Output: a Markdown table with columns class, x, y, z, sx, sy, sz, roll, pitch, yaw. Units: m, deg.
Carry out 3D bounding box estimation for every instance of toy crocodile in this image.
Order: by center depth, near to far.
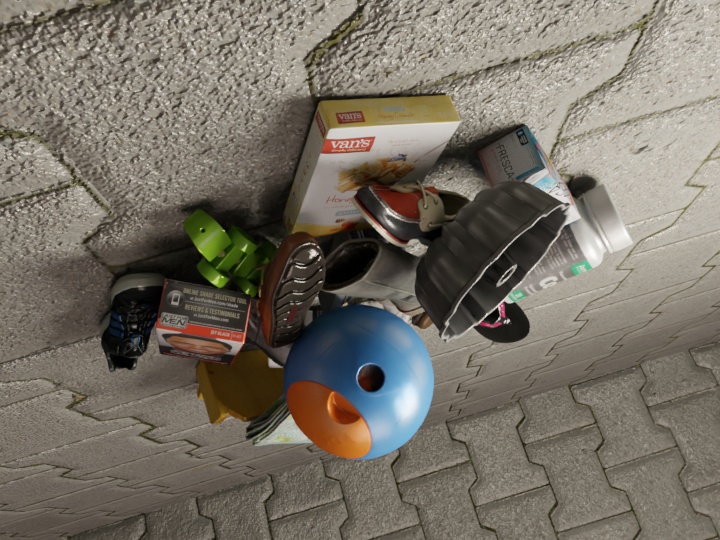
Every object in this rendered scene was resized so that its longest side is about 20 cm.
| class | x | y | z | sx | sy | sz | roll | pitch | yaw |
| --- | --- | --- | --- | --- | --- | --- | --- | --- | --- |
| toy crocodile | -0.144 | -0.017 | 0.765 | 0.068 | 0.062 | 0.200 | -48 | 158 | 4 |

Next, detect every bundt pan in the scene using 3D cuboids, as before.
| class | x | y | z | sx | sy | sz | roll | pitch | yaw |
| --- | --- | --- | --- | --- | --- | --- | --- | --- | --- |
| bundt pan | 0.135 | -0.018 | 0.709 | 0.202 | 0.076 | 0.202 | -39 | 159 | -18 |

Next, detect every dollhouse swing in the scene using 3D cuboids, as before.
| class | x | y | z | sx | sy | sz | roll | pitch | yaw |
| --- | --- | --- | --- | --- | --- | --- | --- | --- | --- |
| dollhouse swing | -0.200 | 0.244 | 1.205 | 0.199 | 0.182 | 0.176 | -4 | 134 | -29 |

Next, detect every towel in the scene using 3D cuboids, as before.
| class | x | y | z | sx | sy | sz | roll | pitch | yaw |
| --- | --- | --- | --- | --- | --- | --- | --- | --- | --- |
| towel | -0.076 | 0.244 | 1.087 | 0.199 | 0.048 | 0.171 | 6 | 142 | -42 |

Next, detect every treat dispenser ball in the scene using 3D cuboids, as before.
| class | x | y | z | sx | sy | sz | roll | pitch | yaw |
| --- | --- | --- | --- | --- | --- | --- | --- | --- | --- |
| treat dispenser ball | -0.002 | 0.146 | 0.848 | 0.199 | 0.202 | 0.201 | -14 | 158 | -6 |

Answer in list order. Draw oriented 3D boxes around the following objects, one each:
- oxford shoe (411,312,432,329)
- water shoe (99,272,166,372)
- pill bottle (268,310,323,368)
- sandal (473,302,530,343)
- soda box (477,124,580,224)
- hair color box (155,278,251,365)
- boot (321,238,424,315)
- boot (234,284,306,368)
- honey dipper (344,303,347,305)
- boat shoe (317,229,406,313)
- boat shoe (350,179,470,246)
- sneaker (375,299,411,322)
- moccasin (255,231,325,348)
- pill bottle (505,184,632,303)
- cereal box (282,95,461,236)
| class | x | y | z | sx | sy | sz | roll | pitch | yaw |
| --- | --- | --- | --- | --- | --- | --- | --- | --- | --- |
| oxford shoe | 0.176 | 0.046 | 1.045 | 0.199 | 0.085 | 0.073 | -31 | 162 | -3 |
| water shoe | -0.291 | 0.072 | 0.835 | 0.071 | 0.079 | 0.200 | -3 | 154 | -32 |
| pill bottle | -0.051 | 0.122 | 1.057 | 0.198 | 0.112 | 0.111 | 3 | 155 | -6 |
| sandal | 0.184 | 0.048 | 0.996 | 0.075 | 0.200 | 0.045 | -48 | -170 | 8 |
| soda box | 0.219 | -0.106 | 0.811 | 0.068 | 0.064 | 0.200 | -27 | 156 | 23 |
| hair color box | -0.199 | 0.071 | 0.799 | 0.101 | 0.062 | 0.200 | 11 | 161 | -12 |
| boot | 0.065 | -0.009 | 0.800 | 0.181 | 0.073 | 0.200 | -36 | 145 | 18 |
| boot | -0.103 | 0.080 | 0.917 | 0.199 | 0.070 | 0.132 | 23 | 144 | -18 |
| honey dipper | -0.020 | 0.119 | 0.977 | 0.038 | 0.201 | 0.038 | -15 | 164 | -4 |
| boat shoe | 0.000 | 0.000 | 0.887 | 0.090 | 0.071 | 0.200 | -9 | 156 | -22 |
| boat shoe | 0.061 | -0.066 | 0.681 | 0.063 | 0.071 | 0.200 | -42 | 157 | 22 |
| sneaker | 0.056 | 0.029 | 1.030 | 0.082 | 0.075 | 0.200 | 20 | 163 | 5 |
| moccasin | -0.088 | 0.016 | 0.753 | 0.073 | 0.078 | 0.202 | -21 | 156 | -20 |
| pill bottle | 0.284 | -0.040 | 0.942 | 0.199 | 0.114 | 0.113 | -27 | 156 | 23 |
| cereal box | 0.004 | -0.105 | 0.686 | 0.143 | 0.040 | 0.200 | -10 | 157 | -22 |
